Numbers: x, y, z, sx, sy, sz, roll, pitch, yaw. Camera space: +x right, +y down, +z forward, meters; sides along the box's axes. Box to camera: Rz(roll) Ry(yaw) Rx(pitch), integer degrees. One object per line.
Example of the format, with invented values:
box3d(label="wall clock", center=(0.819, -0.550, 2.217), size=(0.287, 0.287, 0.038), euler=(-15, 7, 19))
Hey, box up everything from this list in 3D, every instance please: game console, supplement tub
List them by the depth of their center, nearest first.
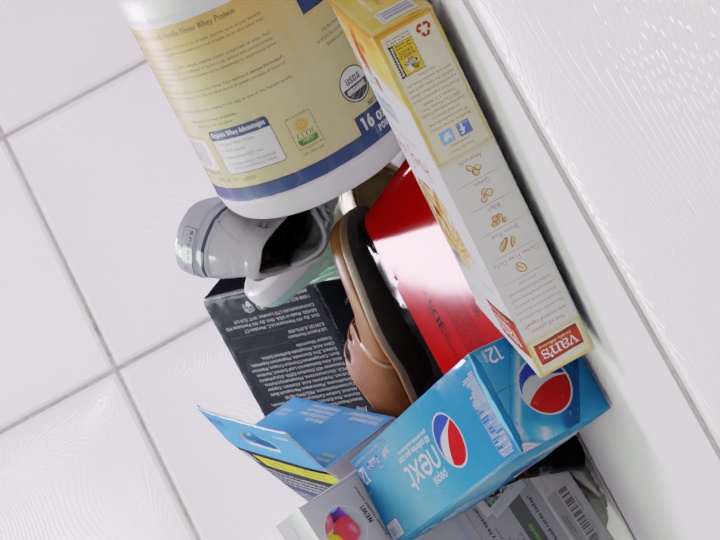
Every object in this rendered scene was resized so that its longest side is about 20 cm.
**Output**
box3d(label="supplement tub", center=(-0.063, -0.150, 1.126), size=(0.201, 0.143, 0.145), euler=(63, 178, -23))
box3d(label="game console", center=(0.097, 0.025, 1.185), size=(0.201, 0.118, 0.173), euler=(61, 147, 17))

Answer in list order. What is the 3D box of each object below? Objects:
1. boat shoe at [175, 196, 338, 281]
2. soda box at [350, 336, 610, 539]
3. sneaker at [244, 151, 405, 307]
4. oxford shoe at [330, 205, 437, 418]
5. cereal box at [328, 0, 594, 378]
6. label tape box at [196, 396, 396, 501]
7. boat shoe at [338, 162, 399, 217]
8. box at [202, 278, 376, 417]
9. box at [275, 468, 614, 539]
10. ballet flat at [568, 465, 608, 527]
box3d(label="boat shoe", center=(-0.051, -0.026, 1.239), size=(0.200, 0.066, 0.074), euler=(-35, -42, -59))
box3d(label="soda box", center=(0.066, 0.099, 1.082), size=(0.065, 0.067, 0.200), euler=(61, 151, 11))
box3d(label="sneaker", center=(0.000, 0.000, 1.402), size=(0.073, 0.200, 0.119), euler=(-16, 110, 46))
box3d(label="oxford shoe", center=(0.013, 0.047, 1.268), size=(0.071, 0.071, 0.201), euler=(-52, -51, -46))
box3d(label="cereal box", center=(0.051, -0.054, 0.964), size=(0.201, 0.039, 0.144), euler=(63, 178, -18))
box3d(label="label tape box", center=(-0.003, 0.139, 1.298), size=(0.200, 0.066, 0.143), euler=(42, 162, -26))
box3d(label="boat shoe", center=(0.053, 0.002, 1.322), size=(0.202, 0.073, 0.063), euler=(61, 166, 7))
box3d(label="box", center=(-0.010, 0.045, 1.552), size=(0.201, 0.117, 0.197), euler=(63, -146, -20))
box3d(label="box", center=(0.064, 0.178, 1.195), size=(0.157, 0.199, 0.041), euler=(55, 140, 5))
box3d(label="ballet flat", center=(0.112, 0.134, 1.329), size=(0.199, 0.072, 0.072), euler=(18, 146, 42))
